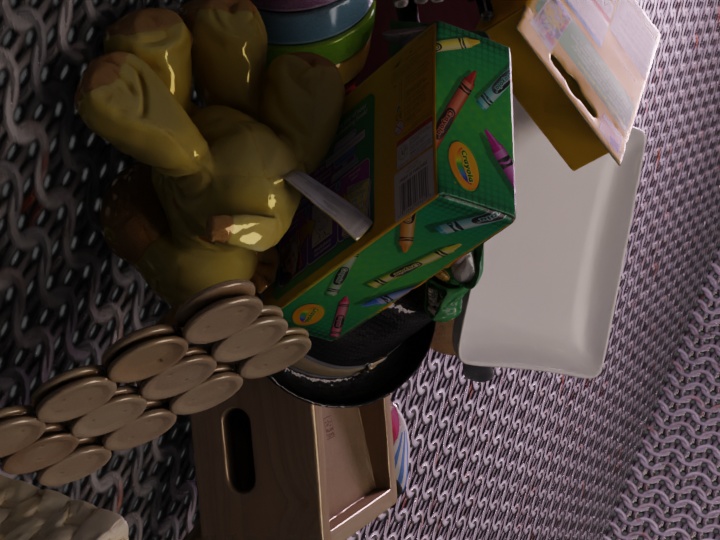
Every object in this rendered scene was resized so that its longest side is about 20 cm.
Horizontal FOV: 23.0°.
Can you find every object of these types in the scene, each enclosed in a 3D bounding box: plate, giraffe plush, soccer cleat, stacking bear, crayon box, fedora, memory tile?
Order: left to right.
[{"bbox_3d":[-0.133,0.071,1.068,0.017,0.200,0.153,65,8,20],"label":"memory tile"},{"bbox_3d":[-0.095,-0.046,1.088,0.172,0.200,0.162,-24,159,-39],"label":"giraffe plush"},{"bbox_3d":[-0.038,-0.157,1.192,0.121,0.114,0.200,-28,138,-24],"label":"stacking bear"},{"bbox_3d":[0.000,0.000,1.240,0.200,0.092,0.201,17,63,-37],"label":"fedora"},{"bbox_3d":[0.008,0.148,1.669,0.200,0.070,0.086,81,15,-56],"label":"soccer cleat"},{"bbox_3d":[0.013,-0.050,1.082,0.200,0.058,0.119,-35,-134,49],"label":"crayon box"},{"bbox_3d":[0.136,-0.024,1.320,0.199,0.032,0.200,10,91,-52],"label":"plate"},{"bbox_3d":[0.148,-0.161,1.271,0.126,0.052,0.200,50,34,-18],"label":"crayon box"}]

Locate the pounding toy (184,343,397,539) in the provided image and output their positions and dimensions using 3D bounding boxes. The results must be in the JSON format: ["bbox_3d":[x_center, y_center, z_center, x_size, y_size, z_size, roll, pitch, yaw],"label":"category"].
[{"bbox_3d":[-0.072,0.144,1.345,0.184,0.142,0.200,-19,106,-67],"label":"pounding toy"}]

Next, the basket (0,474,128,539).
[{"bbox_3d":[-0.220,0.208,0.955,0.200,0.135,0.124,-41,140,-58],"label":"basket"}]

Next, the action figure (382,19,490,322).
[{"bbox_3d":[0.051,-0.060,1.171,0.055,0.118,0.200,-15,110,-23],"label":"action figure"}]

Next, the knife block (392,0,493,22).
[{"bbox_3d":[0.032,-0.254,1.243,0.176,0.200,0.064,-47,151,-24],"label":"knife block"}]

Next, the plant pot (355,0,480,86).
[{"bbox_3d":[0.061,-0.175,1.371,0.200,0.200,0.179,-58,140,-39],"label":"plant pot"}]

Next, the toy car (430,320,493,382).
[{"bbox_3d":[0.099,0.018,1.675,0.158,0.164,0.200,-52,161,-47],"label":"toy car"}]
